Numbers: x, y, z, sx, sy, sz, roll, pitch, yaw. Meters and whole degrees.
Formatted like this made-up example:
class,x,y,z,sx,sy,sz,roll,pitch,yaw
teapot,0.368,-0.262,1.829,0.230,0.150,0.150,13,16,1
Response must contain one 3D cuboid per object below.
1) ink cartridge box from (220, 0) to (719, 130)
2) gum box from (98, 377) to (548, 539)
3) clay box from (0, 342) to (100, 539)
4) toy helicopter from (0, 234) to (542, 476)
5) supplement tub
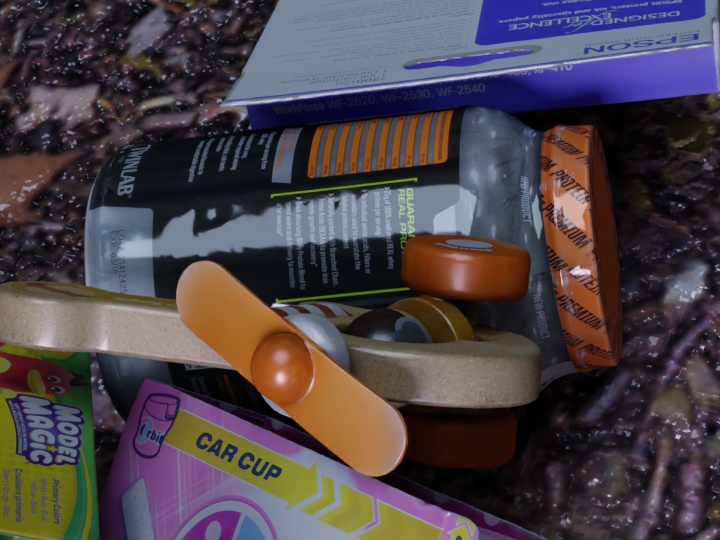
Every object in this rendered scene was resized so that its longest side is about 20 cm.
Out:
class,x,y,z,sx,sy,sz,roll,pitch,yaw
ink cartridge box,0.053,-0.097,1.065,0.198,0.044,0.200,-6,21,11
gum box,-0.020,0.121,0.889,0.200,0.066,0.114,19,88,52
clay box,-0.131,0.104,0.930,0.047,0.115,0.200,11,27,-15
toy helicopter,-0.036,0.028,0.889,0.199,0.132,0.079,6,99,9
supplement tub,0.000,0.000,1.010,0.199,0.123,0.123,-5,52,12
